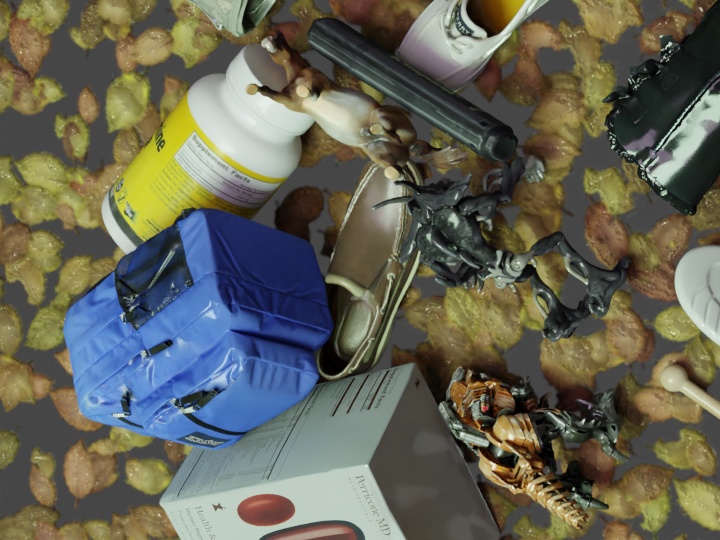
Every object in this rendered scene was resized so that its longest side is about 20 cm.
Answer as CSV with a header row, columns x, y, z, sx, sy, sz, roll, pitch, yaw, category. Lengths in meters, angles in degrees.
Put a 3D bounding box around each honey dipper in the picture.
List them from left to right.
x,y,z,sx,sy,sz,roll,pitch,yaw,category
0.323,0.135,1.554,0.200,0.038,0.038,37,115,17,honey dipper

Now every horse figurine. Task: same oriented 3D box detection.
x,y,z,sx,sy,sz,roll,pitch,yaw,category
-0.008,-0.124,1.562,0.200,0.133,0.050,29,102,4,horse figurine

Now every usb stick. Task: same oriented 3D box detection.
x,y,z,sx,sy,sz,roll,pitch,yaw,category
0.039,-0.146,1.562,0.200,0.055,0.033,35,98,26,usb stick

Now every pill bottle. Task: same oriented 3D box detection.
x,y,z,sx,sy,sz,roll,pitch,yaw,category
-0.123,-0.093,1.663,0.112,0.112,0.200,46,116,9,pill bottle

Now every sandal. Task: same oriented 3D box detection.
x,y,z,sx,sy,sz,roll,pitch,yaw,category
0.331,0.053,1.517,0.203,0.082,0.050,31,156,14,sandal

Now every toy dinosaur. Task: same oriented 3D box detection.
x,y,z,sx,sy,sz,roll,pitch,yaw,category
0.135,0.148,1.581,0.102,0.136,0.200,-56,34,40,toy dinosaur

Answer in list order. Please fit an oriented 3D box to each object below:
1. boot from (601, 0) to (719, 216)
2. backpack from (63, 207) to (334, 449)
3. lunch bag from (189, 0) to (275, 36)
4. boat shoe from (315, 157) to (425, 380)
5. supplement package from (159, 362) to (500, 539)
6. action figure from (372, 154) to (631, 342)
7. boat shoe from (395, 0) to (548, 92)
x,y,z,sx,sy,sz,roll,pitch,yaw,category
0.291,-0.108,1.487,0.198,0.073,0.162,49,115,15,boot
-0.145,0.062,1.605,0.200,0.162,0.168,-31,55,30,backpack
-0.117,-0.310,1.608,0.164,0.118,0.200,40,121,12,lunch bag
0.006,0.002,1.646,0.075,0.075,0.202,17,109,21,boat shoe
-0.022,0.210,1.641,0.200,0.147,0.191,-15,115,27,supplement package
0.109,-0.027,1.573,0.200,0.102,0.119,33,128,-8,action figure
0.092,-0.201,1.558,0.200,0.070,0.071,-36,85,31,boat shoe
